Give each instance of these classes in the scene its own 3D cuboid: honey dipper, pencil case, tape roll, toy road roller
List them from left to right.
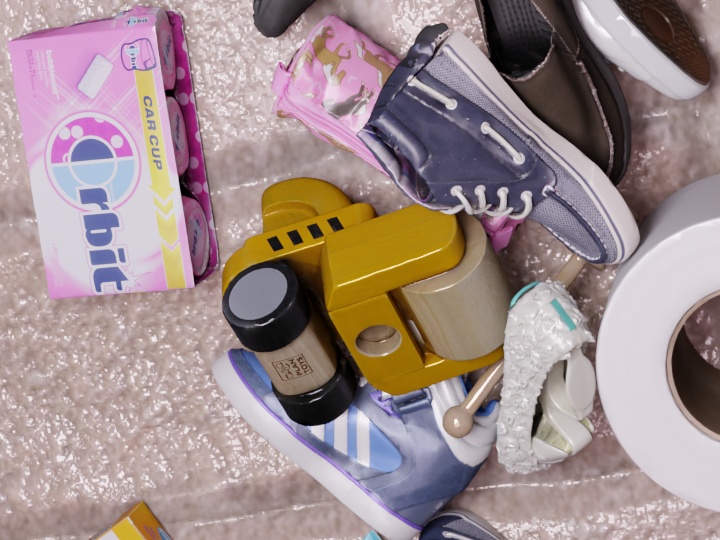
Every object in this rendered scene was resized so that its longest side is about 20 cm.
[{"bbox_3d":[0.000,0.000,1.314,0.198,0.147,0.123,-17,137,12],"label":"toy road roller"},{"bbox_3d":[0.033,-0.094,1.316,0.199,0.087,0.083,34,93,1],"label":"pencil case"},{"bbox_3d":[0.122,0.034,1.328,0.038,0.038,0.201,36,92,1],"label":"honey dipper"},{"bbox_3d":[0.261,0.045,1.277,0.200,0.139,0.205,3,105,11],"label":"tape roll"}]

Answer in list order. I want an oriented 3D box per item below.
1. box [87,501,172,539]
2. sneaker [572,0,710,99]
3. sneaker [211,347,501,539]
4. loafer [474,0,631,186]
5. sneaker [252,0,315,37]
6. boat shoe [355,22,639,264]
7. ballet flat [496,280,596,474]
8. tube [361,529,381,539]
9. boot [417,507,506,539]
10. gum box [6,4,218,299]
[{"bbox_3d":[-0.212,0.284,1.499,0.199,0.041,0.119,-36,95,21],"label":"box"},{"bbox_3d":[0.146,-0.176,1.291,0.200,0.073,0.085,42,128,1],"label":"sneaker"},{"bbox_3d":[0.007,0.084,1.385,0.200,0.081,0.147,40,97,7],"label":"sneaker"},{"bbox_3d":[0.113,-0.131,1.243,0.072,0.071,0.201,-13,113,35],"label":"loafer"},{"bbox_3d":[0.001,-0.229,1.300,0.091,0.076,0.200,39,112,-7],"label":"sneaker"},{"bbox_3d":[0.085,-0.056,1.226,0.200,0.075,0.093,44,67,-5],"label":"boat shoe"},{"bbox_3d":[0.130,0.090,1.304,0.071,0.072,0.201,6,142,11],"label":"ballet flat"},{"bbox_3d":[-0.034,0.288,1.460,0.200,0.050,0.077,-43,100,14],"label":"tube"},{"bbox_3d":[0.121,0.255,1.389,0.199,0.090,0.073,31,109,3],"label":"boot"},{"bbox_3d":[-0.177,-0.087,1.377,0.112,0.066,0.202,-4,103,14],"label":"gum box"}]
